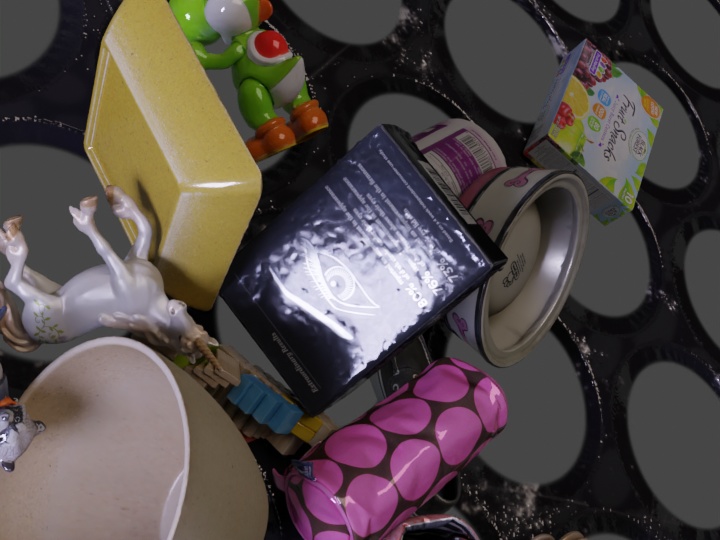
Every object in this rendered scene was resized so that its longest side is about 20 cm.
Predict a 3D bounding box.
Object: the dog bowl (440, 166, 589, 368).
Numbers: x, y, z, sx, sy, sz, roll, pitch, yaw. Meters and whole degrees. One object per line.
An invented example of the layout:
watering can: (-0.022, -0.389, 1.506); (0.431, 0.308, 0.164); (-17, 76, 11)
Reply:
dog bowl: (0.144, -0.011, 1.013); (0.073, 0.202, 0.200); (24, 40, 32)

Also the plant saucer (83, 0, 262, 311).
plant saucer: (-0.161, -0.088, 0.807); (0.048, 0.200, 0.201); (-18, 69, -30)

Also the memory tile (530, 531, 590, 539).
memory tile: (0.113, 0.291, 0.861); (0.199, 0.017, 0.155); (8, 105, -42)

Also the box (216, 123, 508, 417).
box: (0.000, 0.000, 0.866); (0.148, 0.200, 0.104); (52, 13, 7)

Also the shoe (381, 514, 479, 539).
shoe: (0.088, 0.264, 0.881); (0.199, 0.091, 0.072); (25, 55, -23)

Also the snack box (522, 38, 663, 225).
snack box: (0.290, -0.172, 1.273); (0.142, 0.053, 0.201); (39, 51, -14)

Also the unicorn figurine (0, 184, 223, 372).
unicorn figurine: (-0.192, 0.013, 0.771); (0.074, 0.198, 0.139); (-46, 120, -61)

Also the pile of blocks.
pile of blocks: (-0.110, 0.104, 0.838); (0.199, 0.062, 0.082); (36, 7, -12)

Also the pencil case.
pencil case: (0.028, 0.145, 0.845); (0.199, 0.092, 0.093); (-28, 40, -36)

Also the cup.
cup: (-0.147, 0.164, 0.725); (0.143, 0.199, 0.202); (32, 48, -49)

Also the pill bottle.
pill bottle: (0.049, -0.067, 1.012); (0.199, 0.112, 0.113); (-32, 87, -41)

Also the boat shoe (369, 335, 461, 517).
boat shoe: (0.055, 0.128, 0.951); (0.068, 0.057, 0.202); (5, 65, -33)

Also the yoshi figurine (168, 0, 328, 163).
yoshi figurine: (-0.119, -0.205, 0.996); (0.111, 0.112, 0.202); (-25, 98, -1)

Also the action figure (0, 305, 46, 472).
action figure: (-0.283, 0.049, 0.684); (0.194, 0.200, 0.105); (47, 29, -6)
